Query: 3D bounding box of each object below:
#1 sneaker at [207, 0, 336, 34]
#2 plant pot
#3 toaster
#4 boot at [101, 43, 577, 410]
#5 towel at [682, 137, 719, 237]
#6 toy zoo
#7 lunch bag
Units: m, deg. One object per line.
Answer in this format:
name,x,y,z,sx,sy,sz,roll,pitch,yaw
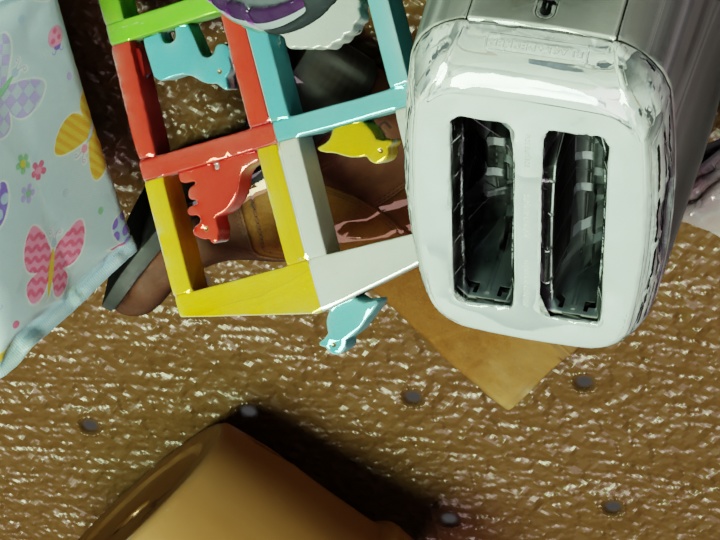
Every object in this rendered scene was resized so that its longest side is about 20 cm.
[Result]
sneaker,-0.066,-0.147,0.834,0.087,0.200,0.075,28,93,-30
plant pot,-0.072,0.173,1.117,0.140,0.200,0.200,48,123,-7
toaster,0.079,-0.061,0.866,0.113,0.129,0.200,11,137,12
boot,0.000,0.000,1.037,0.200,0.069,0.188,35,114,-21
towel,0.260,-0.048,0.913,0.191,0.032,0.200,17,147,-26
toy zoo,-0.034,-0.062,0.940,0.131,0.020,0.201,-14,91,20
lunch bag,-0.215,-0.070,0.968,0.200,0.127,0.170,15,137,32
